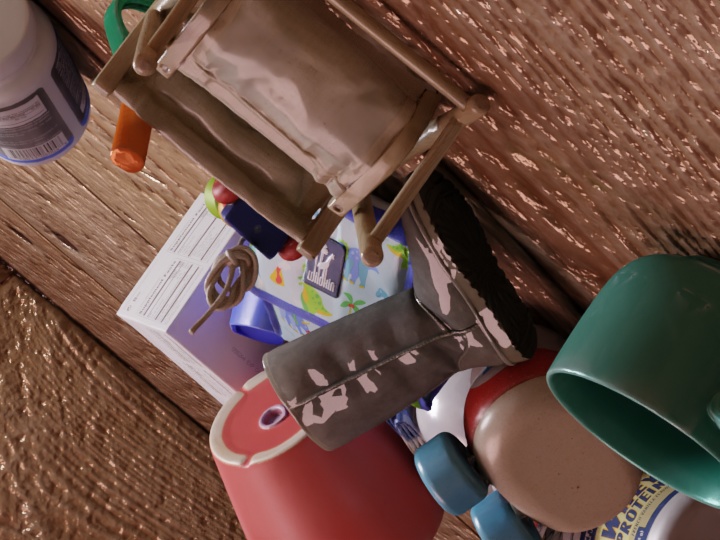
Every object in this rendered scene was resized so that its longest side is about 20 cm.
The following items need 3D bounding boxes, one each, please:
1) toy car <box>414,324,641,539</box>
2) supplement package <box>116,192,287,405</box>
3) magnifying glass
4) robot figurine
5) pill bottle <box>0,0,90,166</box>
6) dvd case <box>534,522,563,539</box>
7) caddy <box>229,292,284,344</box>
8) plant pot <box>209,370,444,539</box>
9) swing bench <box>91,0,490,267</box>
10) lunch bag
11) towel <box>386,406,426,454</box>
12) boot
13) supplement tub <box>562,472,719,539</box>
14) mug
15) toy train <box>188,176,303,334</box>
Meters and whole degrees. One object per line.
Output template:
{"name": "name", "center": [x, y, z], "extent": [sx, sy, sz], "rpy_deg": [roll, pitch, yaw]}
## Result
{"name": "toy car", "center": [0.133, 0.096, 1.499], "extent": [0.177, 0.184, 0.201], "rpy_deg": [46, -168, -40]}
{"name": "supplement package", "center": [-0.114, 0.047, 1.897], "extent": [0.200, 0.156, 0.110], "rpy_deg": [44, 163, -33]}
{"name": "magnifying glass", "center": [-0.155, -0.139, 1.349], "extent": [0.079, 0.201, 0.022], "rpy_deg": [33, 125, -22]}
{"name": "robot figurine", "center": [0.118, 0.140, 1.711], "extent": [0.200, 0.112, 0.171], "rpy_deg": [55, -168, -57]}
{"name": "pill bottle", "center": [-0.323, -0.184, 1.715], "extent": [0.113, 0.114, 0.200], "rpy_deg": [32, 167, 16]}
{"name": "dvd case", "center": [0.178, 0.205, 1.718], "extent": [0.022, 0.147, 0.200], "rpy_deg": [20, 163, 24]}
{"name": "caddy", "center": [-0.047, 0.020, 1.752], "extent": [0.140, 0.106, 0.200], "rpy_deg": [14, 173, -2]}
{"name": "plant pot", "center": [-0.044, 0.196, 1.801], "extent": [0.200, 0.200, 0.178], "rpy_deg": [19, 147, 52]}
{"name": "swing bench", "center": [-0.052, -0.114, 1.225], "extent": [0.198, 0.130, 0.200], "rpy_deg": [38, 173, -13]}
{"name": "lunch bag", "center": [0.000, 0.000, 1.519], "extent": [0.169, 0.128, 0.201], "rpy_deg": [25, 152, 26]}
{"name": "towel", "center": [0.067, 0.125, 1.797], "extent": [0.024, 0.148, 0.200], "rpy_deg": [-12, 145, 19]}
{"name": "boot", "center": [0.012, 0.033, 1.407], "extent": [0.199, 0.073, 0.183], "rpy_deg": [-20, 107, 31]}
{"name": "supplement tub", "center": [0.270, 0.246, 1.624], "extent": [0.144, 0.145, 0.200], "rpy_deg": [39, 167, -14]}
{"name": "mug", "center": [0.220, 0.066, 1.171], "extent": [0.184, 0.115, 0.152], "rpy_deg": [24, 163, 41]}
{"name": "toy train", "center": [-0.088, -0.046, 1.399], "extent": [0.085, 0.201, 0.116], "rpy_deg": [40, 171, -24]}
